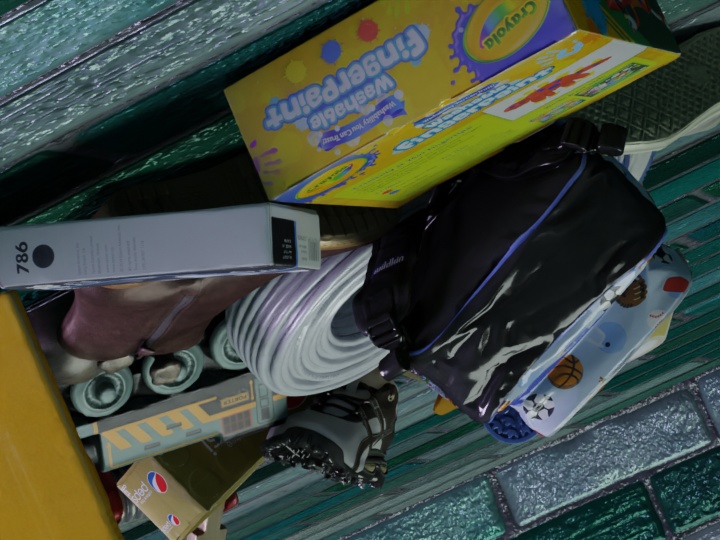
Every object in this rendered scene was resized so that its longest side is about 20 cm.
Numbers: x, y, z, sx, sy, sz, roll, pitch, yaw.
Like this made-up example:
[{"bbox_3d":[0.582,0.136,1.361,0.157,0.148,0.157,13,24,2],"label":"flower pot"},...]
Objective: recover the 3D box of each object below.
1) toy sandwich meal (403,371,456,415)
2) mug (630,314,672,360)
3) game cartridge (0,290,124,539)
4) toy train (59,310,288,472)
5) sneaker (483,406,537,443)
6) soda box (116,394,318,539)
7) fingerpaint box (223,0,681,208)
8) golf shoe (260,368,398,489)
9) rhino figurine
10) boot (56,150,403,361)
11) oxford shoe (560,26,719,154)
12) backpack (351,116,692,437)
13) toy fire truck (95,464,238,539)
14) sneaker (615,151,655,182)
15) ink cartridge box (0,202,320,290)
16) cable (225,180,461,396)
[{"bbox_3d":[0.044,0.062,1.979,0.204,0.071,0.205,17,165,5],"label":"toy sandwich meal"},{"bbox_3d":[0.157,-0.003,1.917,0.149,0.154,0.186,-25,168,18],"label":"mug"},{"bbox_3d":[-0.261,0.136,1.627,0.176,0.201,0.032,-23,-176,4],"label":"game cartridge"},{"bbox_3d":[-0.138,0.079,1.796,0.199,0.085,0.114,-18,126,-19],"label":"toy train"},{"bbox_3d":[0.090,0.025,1.849,0.070,0.201,0.078,-12,-175,3],"label":"sneaker"},{"bbox_3d":[-0.093,0.117,1.945,0.200,0.068,0.064,-43,177,-40],"label":"soda box"},{"bbox_3d":[0.052,-0.111,1.410,0.200,0.074,0.167,-28,168,24],"label":"fingerpaint box"},{"bbox_3d":[-0.018,0.110,1.904,0.077,0.095,0.200,19,179,11],"label":"golf shoe"},{"bbox_3d":[-0.219,0.064,1.687,0.199,0.088,0.060,-23,139,8],"label":"rhino figurine"},{"bbox_3d":[-0.085,-0.006,1.589,0.199,0.073,0.167,-4,151,-19],"label":"boot"},{"bbox_3d":[0.188,-0.111,1.681,0.200,0.075,0.058,-20,167,-38],"label":"oxford shoe"},{"bbox_3d":[0.103,-0.005,1.561,0.200,0.154,0.191,-43,-159,8],"label":"backpack"},{"bbox_3d":[-0.175,0.180,1.999,0.176,0.201,0.129,-17,167,-28],"label":"toy fire truck"},{"bbox_3d":[0.130,-0.034,1.753,0.075,0.201,0.088,19,175,31],"label":"sneaker"},{"bbox_3d":[-0.130,-0.011,1.427,0.199,0.039,0.099,-3,179,15],"label":"ink cartridge box"},{"bbox_3d":[0.000,0.000,1.715,0.200,0.069,0.200,-24,152,-33],"label":"cable"}]
